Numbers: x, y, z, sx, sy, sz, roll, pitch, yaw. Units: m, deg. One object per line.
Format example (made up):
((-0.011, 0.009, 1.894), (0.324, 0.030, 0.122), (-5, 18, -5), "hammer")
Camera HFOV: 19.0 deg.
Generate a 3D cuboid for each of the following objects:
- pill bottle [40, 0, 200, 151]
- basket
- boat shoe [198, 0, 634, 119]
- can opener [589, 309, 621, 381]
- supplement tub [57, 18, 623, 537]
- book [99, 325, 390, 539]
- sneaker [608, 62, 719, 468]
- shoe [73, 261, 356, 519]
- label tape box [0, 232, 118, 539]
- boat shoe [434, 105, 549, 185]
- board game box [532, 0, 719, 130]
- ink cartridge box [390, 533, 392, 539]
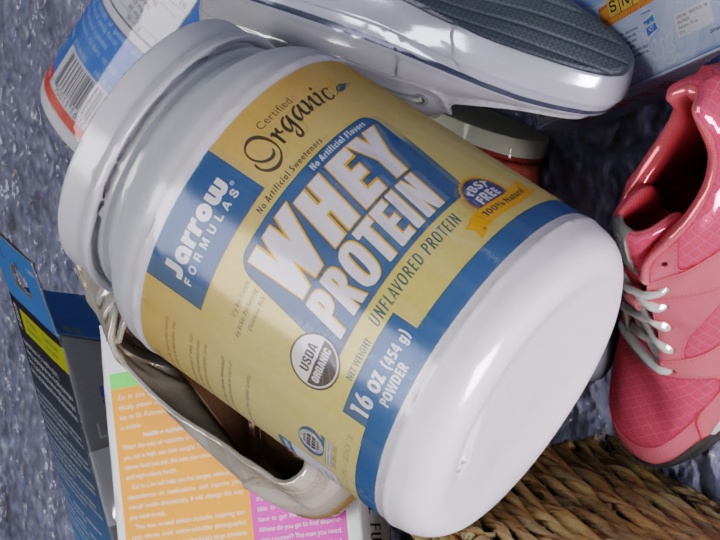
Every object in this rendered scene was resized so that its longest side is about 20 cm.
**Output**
((-0.059, -0.135, 1.029), (0.200, 0.112, 0.112), (-53, 50, 22), "pill bottle")
((0.100, 0.177, 0.912), (0.200, 0.142, 0.150), (33, 119, 49), "basket")
((0.021, -0.099, 0.937), (0.199, 0.074, 0.067), (23, 125, 16), "boat shoe")
((0.034, 0.026, 1.015), (0.199, 0.053, 0.067), (14, 118, 29), "can opener")
((-0.009, -0.001, 0.873), (0.200, 0.145, 0.145), (33, 124, 21), "supplement tub")
((-0.049, 0.115, 0.994), (0.133, 0.048, 0.201), (-11, 78, 31), "book")
((0.130, -0.005, 0.896), (0.074, 0.087, 0.201), (46, 130, 44), "sneaker")
((-0.071, 0.029, 0.965), (0.070, 0.053, 0.200), (-49, 66, 14), "shoe")
((-0.141, 0.069, 1.191), (0.144, 0.063, 0.201), (-152, 47, -68), "label tape box")
((0.014, -0.064, 1.074), (0.200, 0.071, 0.063), (28, 112, 44), "boat shoe")
((0.129, -0.182, 0.915), (0.200, 0.041, 0.200), (-20, 78, 55), "board game box")
((-0.004, 0.183, 1.075), (0.200, 0.076, 0.148), (37, 155, 32), "ink cartridge box")
